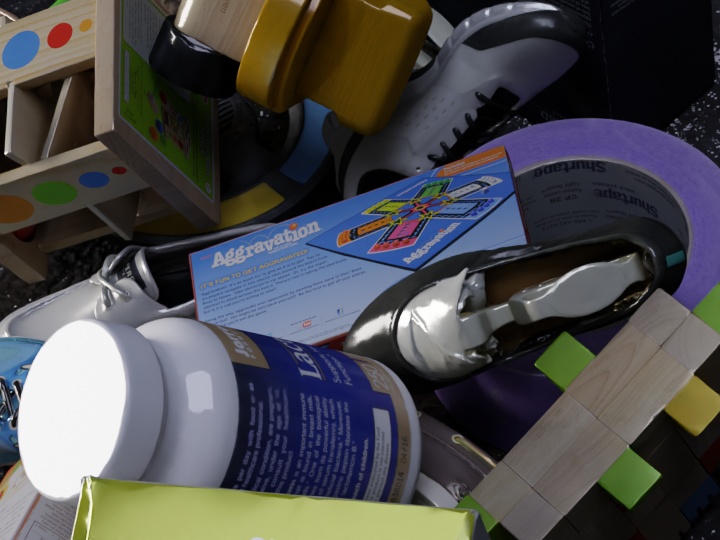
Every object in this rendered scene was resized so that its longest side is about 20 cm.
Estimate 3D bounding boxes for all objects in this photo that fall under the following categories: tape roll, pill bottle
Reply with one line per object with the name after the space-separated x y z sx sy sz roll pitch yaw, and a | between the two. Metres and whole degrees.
0.130 0.010 1.537 0.200 0.085 0.200 -5 48 6 | tape roll
-0.074 0.087 1.374 0.116 0.200 0.116 -15 69 44 | pill bottle

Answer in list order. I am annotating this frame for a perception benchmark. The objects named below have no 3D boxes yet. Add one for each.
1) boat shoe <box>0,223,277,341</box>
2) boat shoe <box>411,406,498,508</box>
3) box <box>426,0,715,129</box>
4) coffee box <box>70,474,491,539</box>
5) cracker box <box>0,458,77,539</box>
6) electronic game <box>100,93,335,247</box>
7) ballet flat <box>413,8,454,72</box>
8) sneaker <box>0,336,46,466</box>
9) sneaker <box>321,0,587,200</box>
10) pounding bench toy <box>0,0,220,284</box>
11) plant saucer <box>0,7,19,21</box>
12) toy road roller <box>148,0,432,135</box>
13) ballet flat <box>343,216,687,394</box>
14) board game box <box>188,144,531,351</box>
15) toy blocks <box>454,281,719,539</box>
-0.132 0.017 1.592 0.200 0.066 0.072 -11 49 1 | boat shoe
0.012 0.098 1.490 0.059 0.072 0.200 -27 40 -28 | boat shoe
0.115 -0.197 1.655 0.200 0.182 0.104 34 61 32 | box
-0.036 0.231 1.273 0.200 0.198 0.200 4 65 14 | coffee box
-0.190 0.178 1.418 0.058 0.134 0.200 35 55 -11 | cracker box
-0.105 -0.089 1.695 0.200 0.042 0.200 -6 49 6 | electronic game
0.011 -0.159 1.701 0.200 0.072 0.072 38 65 26 | ballet flat
-0.180 0.071 1.524 0.200 0.090 0.078 -3 80 9 | sneaker
0.062 -0.093 1.589 0.200 0.074 0.080 -33 48 35 | sneaker
-0.186 -0.118 1.622 0.156 0.124 0.200 -16 57 22 | pounding bench toy
-0.302 -0.103 1.749 0.200 0.037 0.201 -6 49 7 | plant saucer
-0.025 -0.155 1.586 0.146 0.123 0.200 28 20 9 | toy road roller
0.079 0.018 1.423 0.200 0.068 0.068 -22 3 10 | ballet flat
0.000 0.000 1.510 0.200 0.019 0.103 -19 48 10 | board game box
0.148 0.105 1.423 0.200 0.137 0.100 -47 57 -4 | toy blocks
